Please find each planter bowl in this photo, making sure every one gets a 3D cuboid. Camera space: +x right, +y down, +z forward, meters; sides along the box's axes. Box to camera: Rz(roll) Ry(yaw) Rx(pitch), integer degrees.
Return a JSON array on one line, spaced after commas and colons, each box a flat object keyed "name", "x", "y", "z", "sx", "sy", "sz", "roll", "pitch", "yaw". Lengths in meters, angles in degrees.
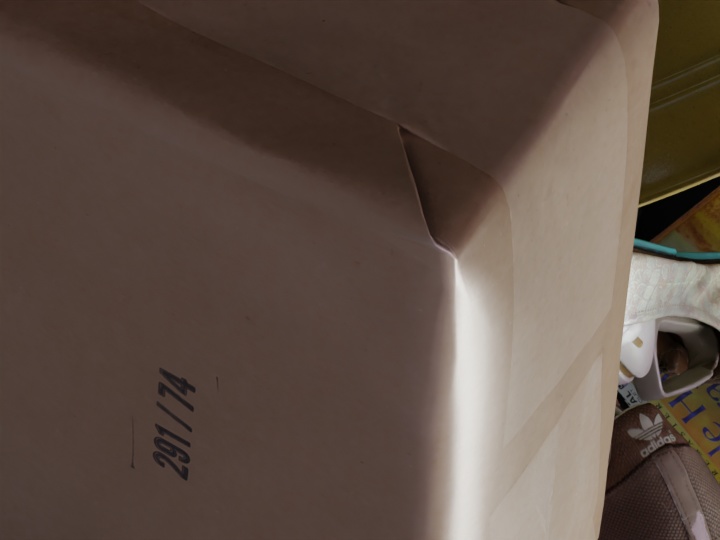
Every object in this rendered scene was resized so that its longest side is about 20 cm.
[{"name": "planter bowl", "x": 0.139, "y": -0.093, "z": 1.049, "sx": 0.200, "sy": 0.200, "sz": 0.084, "roll": -33, "pitch": 100, "yaw": -53}]

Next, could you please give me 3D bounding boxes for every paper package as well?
[{"name": "paper package", "x": -0.033, "y": -0.001, "z": 0.672, "sx": 0.104, "sy": 0.190, "sz": 0.201, "roll": -50, "pitch": 155, "yaw": -37}]

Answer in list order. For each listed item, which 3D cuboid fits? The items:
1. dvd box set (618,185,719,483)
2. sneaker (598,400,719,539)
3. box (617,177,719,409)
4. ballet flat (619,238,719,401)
[{"name": "dvd box set", "x": 0.193, "y": 0.025, "z": 1.160, "sx": 0.029, "sy": 0.146, "sz": 0.200, "roll": -40, "pitch": 179, "yaw": -43}, {"name": "sneaker", "x": 0.084, "y": 0.077, "z": 1.067, "sx": 0.070, "sy": 0.200, "sz": 0.076, "roll": -25, "pitch": 103, "yaw": -23}, {"name": "box", "x": 0.207, "y": 0.028, "z": 1.326, "sx": 0.196, "sy": 0.124, "sz": 0.201, "roll": -24, "pitch": 135, "yaw": -58}, {"name": "ballet flat", "x": 0.110, "y": 0.020, "z": 1.066, "sx": 0.200, "sy": 0.067, "sz": 0.063, "roll": 5, "pitch": 78, "yaw": -57}]
